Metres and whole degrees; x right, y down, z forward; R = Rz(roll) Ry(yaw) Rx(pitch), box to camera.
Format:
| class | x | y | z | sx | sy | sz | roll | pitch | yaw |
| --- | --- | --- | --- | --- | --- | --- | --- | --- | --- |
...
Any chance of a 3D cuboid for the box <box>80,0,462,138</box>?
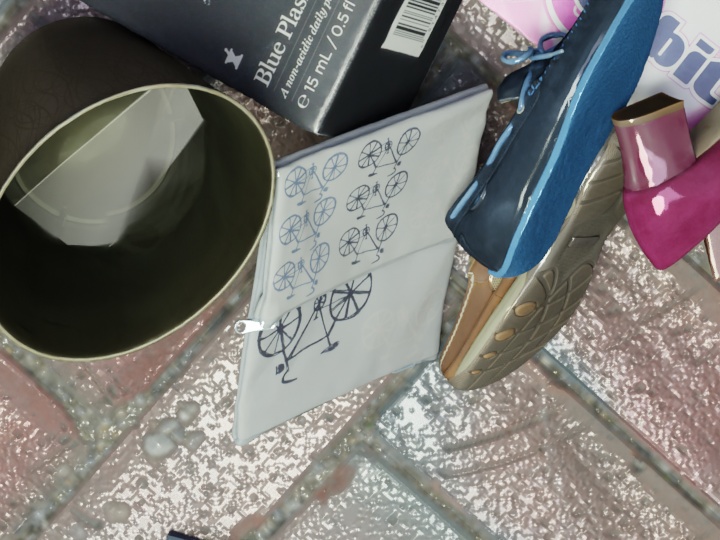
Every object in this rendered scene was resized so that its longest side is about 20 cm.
| class | x | y | z | sx | sy | sz | roll | pitch | yaw |
| --- | --- | --- | --- | --- | --- | --- | --- | --- | --- |
| box | -0.039 | -0.203 | 1.513 | 0.199 | 0.117 | 0.198 | 30 | 100 | 22 |

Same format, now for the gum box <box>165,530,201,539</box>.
| class | x | y | z | sx | sy | sz | roll | pitch | yaw |
| --- | --- | --- | --- | --- | --- | --- | --- | --- | --- |
| gum box | -0.067 | 0.286 | 1.662 | 0.169 | 0.045 | 0.201 | 15 | 99 | 0 |

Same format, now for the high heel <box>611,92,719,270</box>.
| class | x | y | z | sx | sy | sz | roll | pitch | yaw |
| --- | --- | --- | --- | --- | --- | --- | --- | --- | --- |
| high heel | 0.244 | -0.074 | 1.525 | 0.199 | 0.067 | 0.097 | -17 | 108 | -5 |

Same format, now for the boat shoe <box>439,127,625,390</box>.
| class | x | y | z | sx | sy | sz | roll | pitch | yaw |
| --- | --- | --- | --- | --- | --- | --- | --- | --- | --- |
| boat shoe | 0.103 | -0.017 | 1.600 | 0.072 | 0.076 | 0.201 | 42 | 111 | 30 |

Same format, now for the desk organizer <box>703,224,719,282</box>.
| class | x | y | z | sx | sy | sz | roll | pitch | yaw |
| --- | --- | --- | --- | --- | --- | --- | --- | --- | --- |
| desk organizer | 0.300 | -0.055 | 1.579 | 0.198 | 0.072 | 0.078 | -11 | 101 | 4 |

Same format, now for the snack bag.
| class | x | y | z | sx | sy | sz | roll | pitch | yaw |
| --- | --- | --- | --- | --- | --- | --- | --- | --- | --- |
| snack bag | 0.000 | 0.000 | 1.527 | 0.021 | 0.188 | 0.201 | 32 | 126 | 31 |

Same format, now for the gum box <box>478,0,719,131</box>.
| class | x | y | z | sx | sy | sz | roll | pitch | yaw |
| --- | --- | --- | --- | --- | --- | --- | --- | --- | --- |
| gum box | 0.155 | -0.170 | 1.567 | 0.200 | 0.066 | 0.114 | 38 | 100 | -4 |

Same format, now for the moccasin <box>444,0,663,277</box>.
| class | x | y | z | sx | sy | sz | roll | pitch | yaw |
| --- | --- | --- | --- | --- | --- | --- | --- | --- | --- |
| moccasin | 0.105 | -0.094 | 1.508 | 0.068 | 0.080 | 0.201 | 34 | 103 | 26 |

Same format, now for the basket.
| class | x | y | z | sx | sy | sz | roll | pitch | yaw |
| --- | --- | --- | --- | --- | --- | --- | --- | --- | --- |
| basket | -0.148 | -0.061 | 1.486 | 0.180 | 0.200 | 0.136 | -42 | 115 | 5 |
